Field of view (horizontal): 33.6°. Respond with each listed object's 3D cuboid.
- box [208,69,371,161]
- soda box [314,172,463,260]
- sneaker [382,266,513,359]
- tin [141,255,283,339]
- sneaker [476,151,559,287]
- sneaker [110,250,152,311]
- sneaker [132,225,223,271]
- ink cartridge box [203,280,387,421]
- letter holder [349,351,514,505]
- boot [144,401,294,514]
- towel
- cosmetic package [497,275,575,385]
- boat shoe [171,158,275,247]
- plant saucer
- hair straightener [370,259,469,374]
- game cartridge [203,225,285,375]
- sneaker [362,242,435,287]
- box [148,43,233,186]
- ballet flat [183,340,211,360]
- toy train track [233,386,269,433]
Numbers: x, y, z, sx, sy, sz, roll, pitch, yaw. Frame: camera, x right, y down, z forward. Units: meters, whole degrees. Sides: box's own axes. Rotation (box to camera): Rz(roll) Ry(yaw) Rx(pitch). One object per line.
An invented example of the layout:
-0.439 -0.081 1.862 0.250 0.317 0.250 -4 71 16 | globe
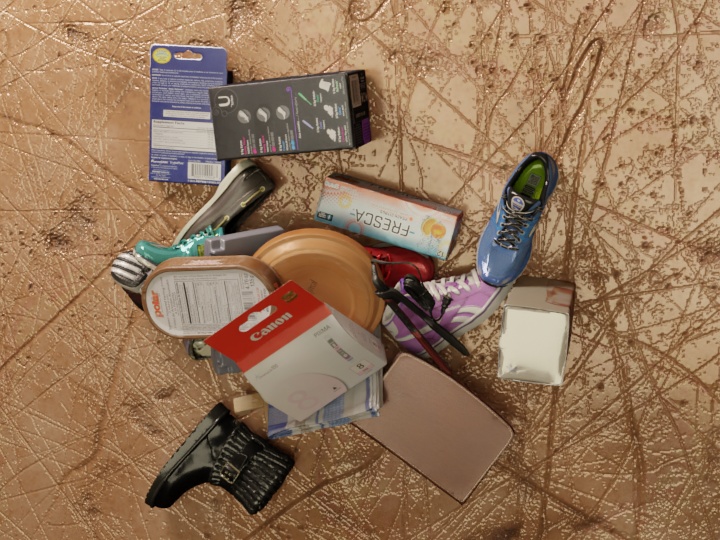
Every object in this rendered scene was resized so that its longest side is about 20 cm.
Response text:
-0.096 -0.217 1.661 0.200 0.122 0.106 -4 100 13 | box
0.041 -0.078 1.689 0.200 0.064 0.068 18 104 9 | soda box
0.118 0.034 1.669 0.200 0.073 0.114 -41 116 15 | sneaker
-0.201 0.037 1.616 0.200 0.042 0.112 -2 105 15 | tin
0.207 -0.074 1.615 0.079 0.089 0.200 20 86 15 | sneaker
-0.269 0.044 1.760 0.200 0.116 0.076 29 69 10 | sneaker
-0.224 -0.028 1.693 0.200 0.078 0.080 4 115 -24 | sneaker
-0.085 0.113 1.608 0.163 0.200 0.057 -35 49 19 | ink cartridge box
0.111 0.209 1.712 0.200 0.101 0.142 36 104 4 | letter holder
-0.216 0.322 1.813 0.158 0.079 0.211 41 106 2 | boot
-0.053 0.158 1.713 0.200 0.024 0.147 -18 57 30 | towel
0.240 0.077 1.604 0.087 0.200 0.103 7 103 12 | cosmetic package
-0.204 -0.068 1.737 0.061 0.072 0.201 43 104 13 | boat shoe
-0.065 0.038 1.639 0.200 0.032 0.200 0 118 0 | plant saucer
0.087 0.050 1.632 0.077 0.041 0.200 -42 108 0 | hair straightener
-0.151 0.040 1.688 0.133 0.041 0.200 -10 110 -27 | game cartridge
0.000 0.000 1.685 0.200 0.116 0.078 5 101 12 | sneaker
-0.248 -0.227 1.739 0.121 0.032 0.200 5 103 11 | box
-0.178 0.077 1.761 0.200 0.072 0.072 -32 93 17 | ballet flat
-0.090 0.184 1.781 0.200 0.033 0.115 -14 62 8 | toy train track
